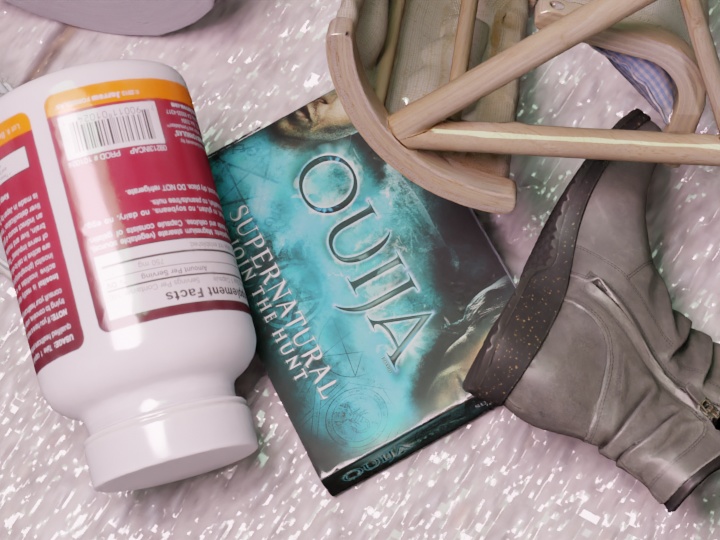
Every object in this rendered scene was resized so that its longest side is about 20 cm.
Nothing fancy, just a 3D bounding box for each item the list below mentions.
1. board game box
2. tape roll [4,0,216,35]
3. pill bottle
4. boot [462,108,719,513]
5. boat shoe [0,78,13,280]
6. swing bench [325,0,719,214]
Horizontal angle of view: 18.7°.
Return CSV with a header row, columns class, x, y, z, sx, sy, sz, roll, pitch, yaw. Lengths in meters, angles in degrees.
class,x,y,z,sx,sy,sz,roll,pitch,yaw
board game box,0.000,0.000,1.132,0.135,0.028,0.200,-29,62,0
tape roll,-0.161,-0.206,1.177,0.200,0.200,0.066,11,69,20
pill bottle,-0.118,0.005,1.100,0.113,0.113,0.201,-17,79,7
boot,0.141,0.021,1.069,0.130,0.068,0.200,29,54,1
boat shoe,-0.209,-0.067,1.195,0.070,0.072,0.201,-39,63,-6
swing bench,0.100,-0.138,1.076,0.199,0.130,0.199,-11,37,18
